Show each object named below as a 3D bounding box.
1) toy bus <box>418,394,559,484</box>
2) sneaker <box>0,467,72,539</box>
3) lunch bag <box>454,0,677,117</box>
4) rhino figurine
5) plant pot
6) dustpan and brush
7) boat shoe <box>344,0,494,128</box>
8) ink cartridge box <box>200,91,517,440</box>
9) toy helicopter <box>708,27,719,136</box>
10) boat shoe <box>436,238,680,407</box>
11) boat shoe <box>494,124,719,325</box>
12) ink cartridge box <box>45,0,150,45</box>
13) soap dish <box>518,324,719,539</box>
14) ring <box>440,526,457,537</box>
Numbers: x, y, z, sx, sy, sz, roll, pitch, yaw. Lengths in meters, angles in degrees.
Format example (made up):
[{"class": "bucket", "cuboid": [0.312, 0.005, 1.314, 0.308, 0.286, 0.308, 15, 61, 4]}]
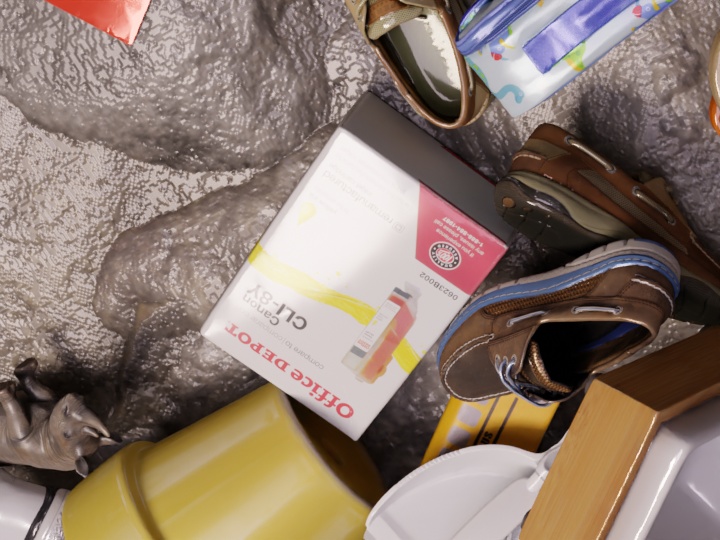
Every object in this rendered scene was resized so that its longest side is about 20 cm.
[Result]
[{"class": "toy bus", "cuboid": [0.107, 0.096, 1.248, 0.078, 0.065, 0.201, 24, 118, 4]}, {"class": "sneaker", "cuboid": [-0.283, 0.217, 1.372, 0.114, 0.075, 0.200, 23, 145, 4]}, {"class": "lunch bag", "cuboid": [0.154, -0.188, 1.053, 0.200, 0.161, 0.083, -37, 101, 26]}, {"class": "rhino figurine", "cuboid": [-0.250, 0.116, 1.316, 0.199, 0.060, 0.088, 0, 121, 45]}, {"class": "plant pot", "cuboid": [-0.087, 0.187, 1.276, 0.189, 0.201, 0.201, -39, 100, 10]}, {"class": "dustpan and brush", "cuboid": [0.113, 0.157, 1.193, 0.200, 0.057, 0.140, -42, 72, -8]}, {"class": "boat shoe", "cuboid": [0.027, -0.182, 1.136, 0.075, 0.074, 0.200, -30, 104, 24]}, {"class": "ink cartridge box", "cuboid": [0.000, 0.000, 1.220, 0.145, 0.083, 0.200, 35, 117, -3]}, {"class": "toy helicopter", "cuboid": [0.324, -0.133, 1.097, 0.199, 0.079, 0.133, 5, 106, 1]}, {"class": "boat shoe", "cuboid": [0.119, 0.047, 1.123, 0.072, 0.073, 0.200, 38, 134, -20]}, {"class": "boat shoe", "cuboid": [0.186, -0.032, 1.154, 0.199, 0.074, 0.076, 31, 161, -21]}, {"class": "ink cartridge box", "cuboid": [-0.196, -0.270, 1.170, 0.162, 0.057, 0.201, 28, 113, 1]}, {"class": "soap dish", "cuboid": [0.195, 0.122, 1.102, 0.081, 0.200, 0.158, 36, 120, 28]}, {"class": "ring", "cuboid": [0.087, 0.258, 1.297, 0.200, 0.019, 0.201, 36, 149, 25]}]
